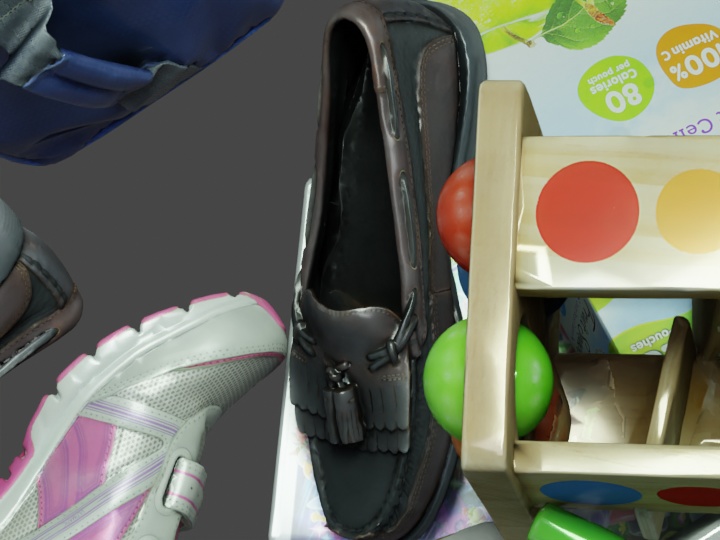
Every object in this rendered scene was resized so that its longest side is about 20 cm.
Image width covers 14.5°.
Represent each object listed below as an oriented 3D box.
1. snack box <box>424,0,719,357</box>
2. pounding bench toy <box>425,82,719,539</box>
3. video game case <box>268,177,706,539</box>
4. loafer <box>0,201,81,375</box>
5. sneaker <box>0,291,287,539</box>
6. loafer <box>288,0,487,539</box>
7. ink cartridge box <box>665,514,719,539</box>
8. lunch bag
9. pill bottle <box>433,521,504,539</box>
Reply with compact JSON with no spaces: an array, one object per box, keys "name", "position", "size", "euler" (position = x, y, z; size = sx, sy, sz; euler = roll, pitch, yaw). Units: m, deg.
[{"name":"snack box","position":[0.132,-0.058,1.056],"size":[0.168,0.068,0.201],"euler":[-25,71,-8]},{"name":"pounding bench toy","position":[0.101,0.054,0.906],"size":[0.155,0.124,0.201],"euler":[0,73,10]},{"name":"video game case","position":[0.071,0.044,1.071],"size":[0.198,0.018,0.144],"euler":[5,77,2]},{"name":"loafer","position":[-0.183,0.062,1.026],"size":[0.200,0.072,0.063],"euler":[-45,124,3]},{"name":"sneaker","position":[-0.092,0.095,1.028],"size":[0.088,0.081,0.200],"euler":[43,86,14]},{"name":"loafer","position":[0.000,0.000,1.018],"size":[0.072,0.063,0.202],"euler":[6,90,37]},{"name":"ink cartridge box","position":[0.191,0.163,0.995],"size":[0.145,0.088,0.201],"euler":[-31,85,-2]},{"name":"lunch bag","position":[-0.120,-0.121,1.014],"size":[0.136,0.200,0.133],"euler":[-36,73,13]},{"name":"pill bottle","position":[-0.022,0.174,0.990],"size":[0.199,0.111,0.112],"euler":[-22,77,-1]}]
